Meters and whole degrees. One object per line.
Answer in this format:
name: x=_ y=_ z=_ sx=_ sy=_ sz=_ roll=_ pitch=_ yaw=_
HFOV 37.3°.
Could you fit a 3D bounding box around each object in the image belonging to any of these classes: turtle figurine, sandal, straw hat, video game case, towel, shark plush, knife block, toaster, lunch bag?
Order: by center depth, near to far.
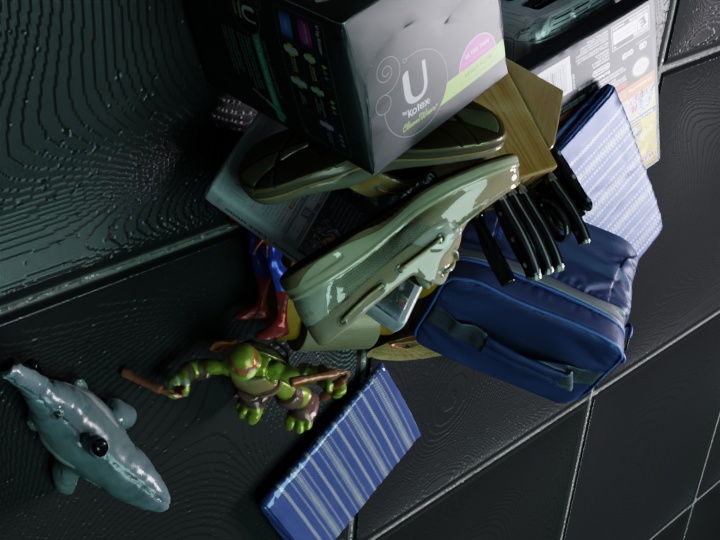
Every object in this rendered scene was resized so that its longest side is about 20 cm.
sandal: x=0.009 y=-0.081 z=0.783 sx=0.196 sy=0.081 sz=0.055 roll=-15 pitch=132 yaw=1
shark plush: x=-0.213 y=0.120 z=0.844 sx=0.090 sy=0.083 sz=0.202 roll=-38 pitch=138 yaw=-24
video game case: x=-0.003 y=-0.080 z=0.851 sx=0.023 sy=0.180 sz=0.202 roll=-42 pitch=-164 yaw=55
knife block: x=0.095 y=-0.086 z=0.852 sx=0.197 sy=0.064 sz=0.178 roll=27 pitch=57 yaw=-14
turtle figurine: x=-0.099 y=0.095 z=0.941 sx=0.162 sy=0.196 sz=0.066 roll=71 pitch=18 yaw=-66
lunch bag: x=0.153 y=0.034 z=0.964 sx=0.136 sy=0.197 sz=0.134 roll=115 pitch=-3 yaw=-57
video game case: x=0.209 y=-0.141 z=1.015 sx=0.198 sy=0.025 sz=0.183 roll=-32 pitch=129 yaw=-23
towel: x=0.224 y=-0.063 z=1.033 sx=0.145 sy=0.024 sz=0.201 roll=-45 pitch=131 yaw=-14
toaster: x=0.188 y=-0.220 z=1.050 sx=0.198 sy=0.113 sz=0.131 roll=-31 pitch=132 yaw=-26
straw hat: x=0.092 y=0.034 z=1.123 sx=0.199 sy=0.199 sz=0.087 roll=4 pitch=70 yaw=-49
towel: x=-0.021 y=0.214 z=1.170 sx=0.200 sy=0.024 sz=0.146 roll=-48 pitch=140 yaw=-18

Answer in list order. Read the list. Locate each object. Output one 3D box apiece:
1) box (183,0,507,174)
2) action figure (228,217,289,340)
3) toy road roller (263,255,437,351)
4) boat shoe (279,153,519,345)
box: x=-0.015 y=-0.188 z=0.768 sx=0.148 sy=0.199 sz=0.126 roll=-39 pitch=138 yaw=-24
action figure: x=-0.080 y=-0.043 z=0.899 sx=0.051 sy=0.065 sz=0.204 roll=-6 pitch=115 yaw=-31
toy road roller: x=0.000 y=0.000 z=0.937 sx=0.121 sy=0.146 sz=0.203 roll=-1 pitch=119 yaw=-26
boat shoe: x=0.038 y=-0.018 z=0.778 sx=0.198 sy=0.072 sz=0.066 roll=-32 pitch=96 yaw=-11
